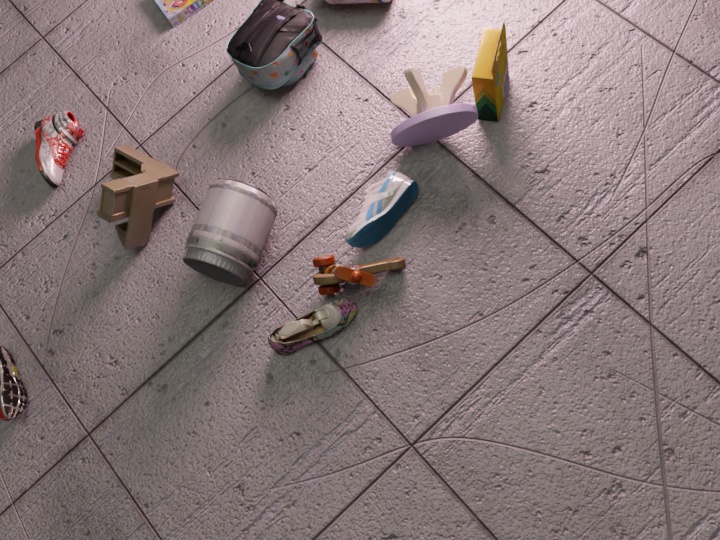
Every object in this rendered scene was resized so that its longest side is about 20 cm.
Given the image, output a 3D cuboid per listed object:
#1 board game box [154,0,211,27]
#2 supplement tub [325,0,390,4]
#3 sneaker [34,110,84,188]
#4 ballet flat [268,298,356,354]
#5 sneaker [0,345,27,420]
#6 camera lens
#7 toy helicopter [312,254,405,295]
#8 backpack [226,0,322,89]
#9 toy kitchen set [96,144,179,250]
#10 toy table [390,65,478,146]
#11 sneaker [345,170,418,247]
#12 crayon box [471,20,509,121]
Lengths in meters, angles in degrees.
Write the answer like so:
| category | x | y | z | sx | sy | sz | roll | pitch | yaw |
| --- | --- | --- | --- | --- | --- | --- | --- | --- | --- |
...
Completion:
| category | x | y | z | sx | sy | sz | roll | pitch | yaw |
| --- | --- | --- | --- | --- | --- | --- | --- | --- | --- |
| board game box | -0.448 | -0.748 | 2.012 | 0.200 | 0.034 | 0.134 | -36 | 66 | -2 |
| supplement tub | -0.021 | -0.720 | 1.844 | 0.200 | 0.145 | 0.145 | 3 | 71 | 14 |
| sneaker | -0.743 | -0.308 | 1.899 | 0.108 | 0.067 | 0.202 | -22 | 64 | 7 |
| ballet flat | -0.102 | 0.113 | 1.592 | 0.200 | 0.071 | 0.069 | -26 | 66 | 2 |
| sneaker | -0.809 | 0.260 | 1.706 | 0.085 | 0.077 | 0.200 | -35 | 56 | 4 |
| camera lens | -0.281 | -0.086 | 1.659 | 0.160 | 0.160 | 0.200 | 14 | 74 | 17 |
| toy helicopter | 0.000 | 0.000 | 1.590 | 0.200 | 0.132 | 0.079 | -11 | 97 | -9 |
| backpack | -0.208 | -0.527 | 1.810 | 0.176 | 0.153 | 0.200 | 33 | 70 | 24 |
| toy kitchen set | -0.559 | -0.166 | 1.761 | 0.180 | 0.200 | 0.163 | 28 | 120 | 21 |
| toy table | 0.151 | -0.359 | 1.661 | 0.200 | 0.184 | 0.117 | -13 | 77 | 19 |
| sneaker | 0.035 | -0.131 | 1.657 | 0.081 | 0.077 | 0.200 | 36 | 75 | 31 |
| crayon box | 0.279 | -0.426 | 1.635 | 0.051 | 0.200 | 0.127 | 11 | 72 | 16 |
